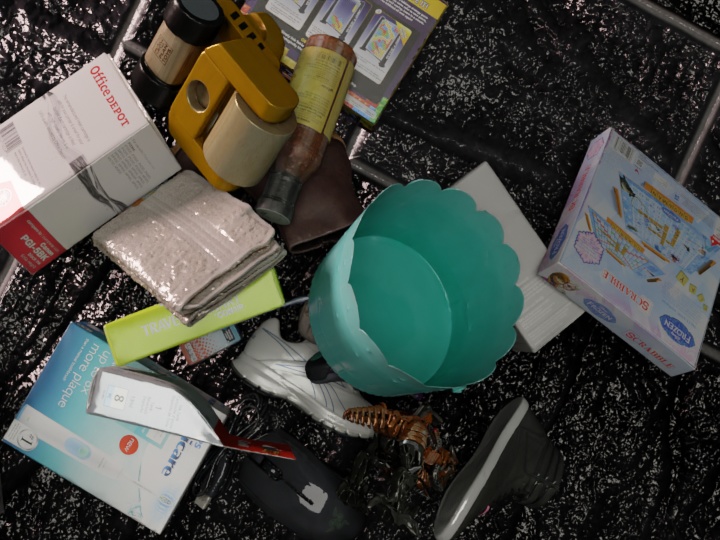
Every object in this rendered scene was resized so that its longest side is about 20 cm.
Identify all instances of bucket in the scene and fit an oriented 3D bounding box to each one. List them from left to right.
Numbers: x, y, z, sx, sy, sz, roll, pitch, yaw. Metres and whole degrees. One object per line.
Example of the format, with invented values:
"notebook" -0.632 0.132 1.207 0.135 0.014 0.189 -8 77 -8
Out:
"bucket" 0.051 0.028 0.977 0.203 0.135 0.211 7 72 -23

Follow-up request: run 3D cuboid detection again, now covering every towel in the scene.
"towel" -0.175 -0.030 0.973 0.132 0.199 0.035 -37 135 -23

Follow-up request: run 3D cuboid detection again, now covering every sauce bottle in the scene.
"sauce bottle" -0.061 -0.149 1.027 0.065 0.066 0.203 21 74 -3

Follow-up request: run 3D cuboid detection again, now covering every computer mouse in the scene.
"computer mouse" -0.081 0.246 1.092 0.198 0.053 0.140 32 86 -2

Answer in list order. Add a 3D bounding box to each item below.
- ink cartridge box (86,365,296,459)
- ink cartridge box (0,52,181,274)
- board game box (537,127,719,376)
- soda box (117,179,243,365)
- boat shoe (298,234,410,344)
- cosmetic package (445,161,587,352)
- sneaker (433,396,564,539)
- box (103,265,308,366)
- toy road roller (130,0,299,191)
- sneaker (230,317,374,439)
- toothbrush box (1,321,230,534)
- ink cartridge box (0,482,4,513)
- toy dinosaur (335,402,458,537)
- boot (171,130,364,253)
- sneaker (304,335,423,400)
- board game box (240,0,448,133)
"ink cartridge box" -0.158 0.138 0.956 0.196 0.160 0.048 14 83 -5
"ink cartridge box" -0.311 -0.117 1.041 0.198 0.083 0.147 -35 52 -4
"board game box" 0.311 -0.022 1.076 0.199 0.041 0.201 36 59 -11
"soda box" -0.203 0.001 1.087 0.067 0.064 0.203 -25 91 -5
"boat shoe" 0.000 0.000 1.096 0.074 0.073 0.201 38 81 -5
"cosmetic package" 0.156 -0.014 1.090 0.090 0.107 0.201 -38 89 -5
"sneaker" 0.161 0.241 1.069 0.099 0.071 0.200 45 54 -4
"box" -0.153 0.041 0.996 0.197 0.122 0.048 -20 91 -4
"toy road roller" -0.127 -0.196 1.008 0.201 0.145 0.123 52 129 12
"sneaker" -0.045 0.125 1.091 0.198 0.075 0.088 30 81 -3
"toothbrush box" -0.263 0.169 1.067 0.198 0.085 0.148 32 86 -3
"ink cartridge box" -0.444 0.178 1.025 0.083 0.146 0.204 -7 89 -5
"toy dinosaur" 0.035 0.199 1.050 0.199 0.102 0.137 36 71 -25
"boot" -0.101 -0.093 1.063 0.196 0.073 0.168 -15 59 -11
"sneaker" 0.035 0.112 1.073 0.197 0.074 0.089 -15 99 -26
"board game box" -0.025 -0.284 1.111 0.198 0.057 0.167 34 84 -2
